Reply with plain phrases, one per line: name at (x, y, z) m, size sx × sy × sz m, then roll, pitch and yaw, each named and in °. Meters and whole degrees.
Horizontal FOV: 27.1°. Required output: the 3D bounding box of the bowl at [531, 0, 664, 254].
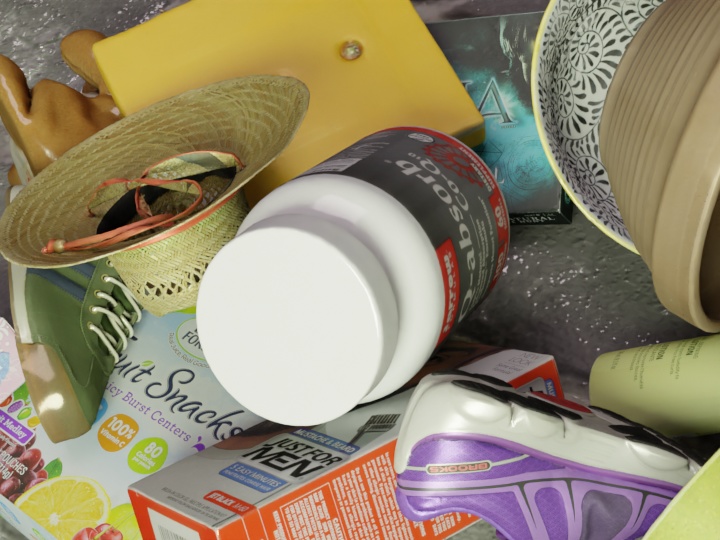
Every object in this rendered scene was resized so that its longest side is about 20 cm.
bowl at (0.186, -0.096, 0.883) m, size 0.199 × 0.202 × 0.094 m, roll -31°, pitch -1°, yaw -10°

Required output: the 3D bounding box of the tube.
tube at (0.209, 0.049, 0.740) m, size 0.198 × 0.052 × 0.059 m, roll -13°, pitch 63°, yaw 38°

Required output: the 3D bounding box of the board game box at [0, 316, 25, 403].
board game box at (-0.309, 0.095, 0.911) m, size 0.200 × 0.044 × 0.198 m, roll -43°, pitch 25°, yaw -19°

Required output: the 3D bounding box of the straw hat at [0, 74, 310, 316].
straw hat at (-0.099, -0.022, 0.821) m, size 0.199 × 0.086 × 0.202 m, roll -20°, pitch 25°, yaw 10°

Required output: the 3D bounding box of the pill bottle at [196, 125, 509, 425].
pill bottle at (0.000, 0.000, 0.766) m, size 0.114 × 0.118 × 0.200 m, roll -2°, pitch 16°, yaw 21°

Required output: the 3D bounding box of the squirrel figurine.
squirrel figurine at (-0.135, -0.085, 1.028) m, size 0.185 × 0.142 × 0.200 m, roll -26°, pitch 56°, yaw -20°

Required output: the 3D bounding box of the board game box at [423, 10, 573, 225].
board game box at (0.044, -0.095, 0.968) m, size 0.197 × 0.028 × 0.137 m, roll -2°, pitch 73°, yaw 25°

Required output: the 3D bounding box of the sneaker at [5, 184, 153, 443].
sneaker at (-0.154, 0.005, 0.872) m, size 0.089 × 0.068 × 0.201 m, roll -19°, pitch 44°, yaw 0°

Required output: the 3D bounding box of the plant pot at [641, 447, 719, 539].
plant pot at (0.225, 0.164, 0.592) m, size 0.186 × 0.188 × 0.200 m, roll -36°, pitch 60°, yaw -15°

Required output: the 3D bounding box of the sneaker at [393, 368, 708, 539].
sneaker at (0.102, 0.108, 0.712) m, size 0.081 × 0.198 × 0.084 m, roll -145°, pitch 73°, yaw -70°

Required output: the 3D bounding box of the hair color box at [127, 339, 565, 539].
hair color box at (-0.002, 0.102, 0.745) m, size 0.198 × 0.065 × 0.110 m, roll -22°, pitch 13°, yaw -28°

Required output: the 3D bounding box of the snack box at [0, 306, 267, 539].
snack box at (-0.118, 0.099, 0.861) m, size 0.199 × 0.068 × 0.169 m, roll 27°, pitch 62°, yaw 39°

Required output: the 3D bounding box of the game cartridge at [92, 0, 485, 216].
game cartridge at (-0.047, -0.111, 0.940) m, size 0.198 × 0.033 × 0.178 m, roll -25°, pitch 63°, yaw -8°

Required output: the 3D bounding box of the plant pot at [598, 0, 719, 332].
plant pot at (0.185, -0.079, 0.761) m, size 0.092 × 0.202 × 0.201 m, roll 29°, pitch 62°, yaw 28°
